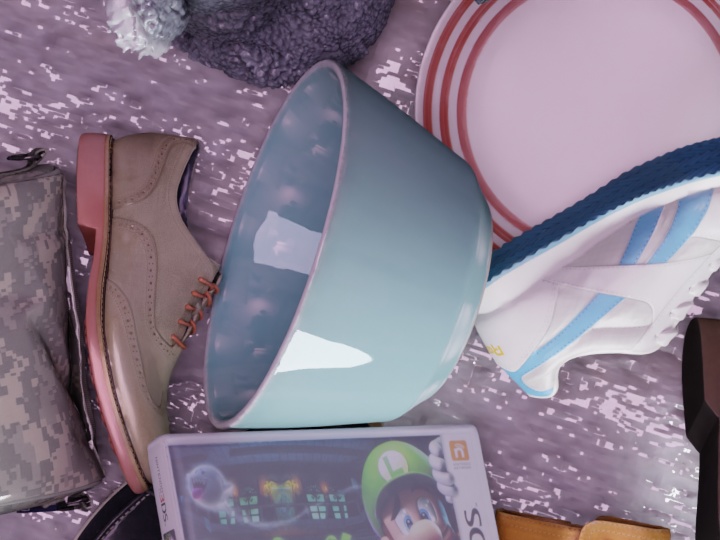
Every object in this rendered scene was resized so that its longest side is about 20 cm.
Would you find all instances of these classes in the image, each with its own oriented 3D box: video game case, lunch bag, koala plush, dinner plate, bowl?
[{"bbox_3d":[-0.006,0.170,1.474,0.200,0.023,0.182,0,70,-34],"label":"video game case"},{"bbox_3d":[-0.229,0.042,1.533,0.167,0.139,0.200,-7,94,-12],"label":"lunch bag"},{"bbox_3d":[-0.066,-0.180,1.482,0.184,0.200,0.177,43,94,2],"label":"koala plush"},{"bbox_3d":[0.129,-0.086,1.557,0.200,0.024,0.201,0,92,5],"label":"dinner plate"},{"bbox_3d":[0.000,0.000,1.500,0.105,0.201,0.201,17,93,-15],"label":"bowl"}]

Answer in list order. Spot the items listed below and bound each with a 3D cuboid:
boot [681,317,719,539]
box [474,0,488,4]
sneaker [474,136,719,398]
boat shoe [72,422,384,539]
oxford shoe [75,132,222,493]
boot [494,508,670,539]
[{"bbox_3d":[0.214,0.122,1.515,0.075,0.074,0.200,3,71,-7],"label":"boot"},{"bbox_3d":[0.079,-0.239,1.477,0.051,0.200,0.158,-37,88,41],"label":"box"},{"bbox_3d":[0.154,-0.007,1.515,0.200,0.077,0.081,-28,102,8],"label":"sneaker"},{"bbox_3d":[-0.078,0.129,1.560,0.200,0.062,0.075,-28,91,6],"label":"boat shoe"},{"bbox_3d":[-0.111,0.019,1.543,0.074,0.071,0.200,-6,80,0],"label":"oxford shoe"},{"bbox_3d":[0.153,0.210,1.539,0.201,0.071,0.144,15,93,8],"label":"boot"}]
